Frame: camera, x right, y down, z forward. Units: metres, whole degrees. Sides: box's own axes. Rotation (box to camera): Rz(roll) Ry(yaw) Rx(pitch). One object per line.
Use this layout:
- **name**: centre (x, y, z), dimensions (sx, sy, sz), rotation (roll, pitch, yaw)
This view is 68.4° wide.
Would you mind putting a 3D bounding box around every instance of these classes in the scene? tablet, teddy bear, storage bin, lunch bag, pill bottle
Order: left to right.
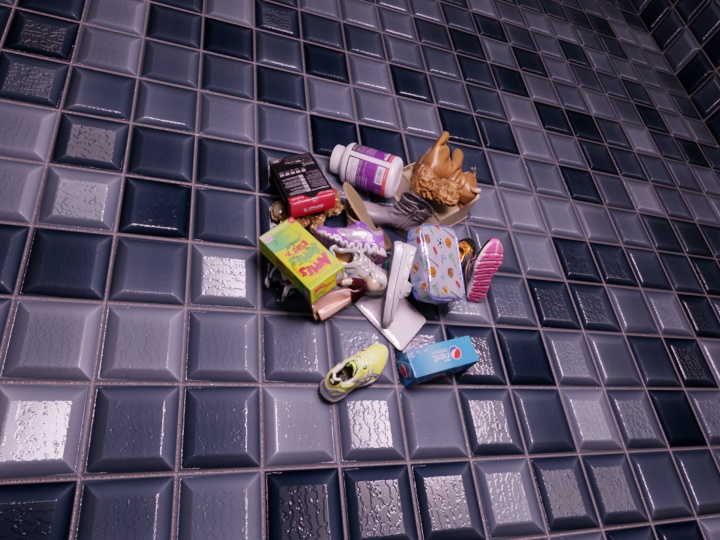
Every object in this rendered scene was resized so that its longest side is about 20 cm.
- **teddy bear**: centre (-0.140, -0.156, 1.379), dimensions (0.142, 0.068, 0.200), rotation (31, 50, 20)
- **pill bottle**: centre (0.016, -0.284, 1.479), dimensions (0.193, 0.115, 0.114), rotation (20, 50, 13)
- **tablet**: centre (0.066, 0.092, 1.340), dimensions (0.200, 0.014, 0.130), rotation (45, 52, 7)
- **storage bin**: centre (0.218, -0.226, 1.564), dimensions (0.197, 0.094, 0.201), rotation (-28, 73, -34)
- **lunch bag**: centre (0.193, -0.011, 1.338), dimensions (0.156, 0.074, 0.209), rotation (5, 76, -40)

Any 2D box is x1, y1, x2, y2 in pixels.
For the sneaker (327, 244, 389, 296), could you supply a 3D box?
- **sneaker**: centre (0.000, 0.000, 1.313), dimensions (0.192, 0.082, 0.078), rotation (16, 47, -10)

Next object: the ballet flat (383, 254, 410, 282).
- **ballet flat**: centre (0.136, -0.004, 1.384), dimensions (0.196, 0.072, 0.075), rotation (29, 48, -27)

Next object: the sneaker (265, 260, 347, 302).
- **sneaker**: centre (-0.135, 0.026, 1.239), dimensions (0.192, 0.080, 0.133), rotation (19, 59, 2)

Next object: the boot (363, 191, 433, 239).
- **boot**: centre (0.094, -0.172, 1.446), dimensions (0.193, 0.133, 0.072), rotation (18, 53, -12)

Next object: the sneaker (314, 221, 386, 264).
- **sneaker**: centre (-0.022, -0.085, 1.351), dimensions (0.192, 0.081, 0.092), rotation (15, 67, -11)

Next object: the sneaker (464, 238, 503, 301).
- **sneaker**: centre (0.320, -0.015, 1.420), dimensions (0.071, 0.205, 0.089), rotation (-2, 43, -12)

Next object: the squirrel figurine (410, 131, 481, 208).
- **squirrel figurine**: centre (0.236, -0.239, 1.450), dimensions (0.185, 0.141, 0.203), rotation (39, 51, -10)

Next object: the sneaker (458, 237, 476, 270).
- **sneaker**: centre (0.275, -0.040, 1.481), dimensions (0.078, 0.078, 0.199), rotation (43, 51, 10)

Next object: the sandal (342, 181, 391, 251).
- **sandal**: centre (-0.004, -0.127, 1.419), dimensions (0.214, 0.069, 0.078), rotation (52, 26, -12)

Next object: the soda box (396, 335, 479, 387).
- **soda box**: centre (0.187, 0.219, 1.280), dimensions (0.193, 0.065, 0.070), rotation (-8, 62, -28)

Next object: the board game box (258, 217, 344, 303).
- **board game box**: centre (-0.134, -0.028, 1.198), dimensions (0.100, 0.049, 0.199), rotation (-33, 57, -26)

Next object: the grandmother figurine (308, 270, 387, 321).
- **grandmother figurine**: centre (-0.026, 0.056, 1.251), dimensions (0.194, 0.122, 0.062), rotation (-24, 71, -11)

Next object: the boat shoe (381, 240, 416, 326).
- **boat shoe**: centre (0.095, 0.036, 1.276), dimensions (0.064, 0.074, 0.209), rotation (9, 97, -4)

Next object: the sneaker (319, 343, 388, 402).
- **sneaker**: centre (-0.003, 0.223, 1.184), dimensions (0.197, 0.077, 0.076), rotation (-31, 72, -37)

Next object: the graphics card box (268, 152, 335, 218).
- **graphics card box**: centre (-0.152, -0.223, 1.360), dimensions (0.121, 0.052, 0.203), rotation (-16, 48, -18)
